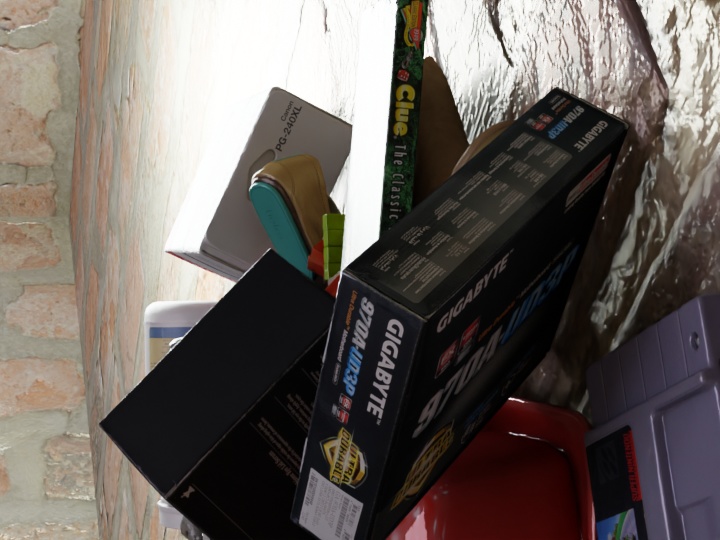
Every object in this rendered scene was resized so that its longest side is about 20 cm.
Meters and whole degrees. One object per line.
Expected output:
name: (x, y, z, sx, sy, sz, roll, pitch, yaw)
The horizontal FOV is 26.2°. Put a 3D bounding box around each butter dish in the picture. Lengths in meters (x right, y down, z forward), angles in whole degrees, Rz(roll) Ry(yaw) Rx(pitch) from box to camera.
butter dish: (0.039, 0.171, 0.830, 0.199, 0.146, 0.203, 178, 91, -75)

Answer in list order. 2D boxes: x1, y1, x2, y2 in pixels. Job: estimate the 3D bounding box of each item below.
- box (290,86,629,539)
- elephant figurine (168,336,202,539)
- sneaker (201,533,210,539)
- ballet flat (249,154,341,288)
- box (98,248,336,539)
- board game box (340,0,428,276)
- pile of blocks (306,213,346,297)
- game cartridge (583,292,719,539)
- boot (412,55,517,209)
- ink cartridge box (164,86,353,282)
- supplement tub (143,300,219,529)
box: (0.048, 0.023, 0.742, 0.046, 0.200, 0.160, 29, 132, 19)
elephant figurine: (-0.080, 0.118, 1.236, 0.200, 0.140, 0.157, -136, 51, -70)
sneaker: (-0.072, 0.247, 1.127, 0.090, 0.069, 0.201, 54, 145, 39)
ballet flat: (-0.024, 0.004, 1.189, 0.068, 0.063, 0.202, 5, 120, 45)
box: (-0.039, 0.105, 0.906, 0.079, 0.141, 0.200, 35, 167, 38)
board game box: (0.012, -0.060, 0.928, 0.105, 0.023, 0.203, -161, 75, -75)
pile of blocks: (0.000, 0.000, 1.049, 0.200, 0.061, 0.083, -129, 40, -64)
game cartridge: (0.142, 0.124, 0.670, 0.130, 0.038, 0.202, 137, 131, -64)
boot: (0.053, -0.065, 0.919, 0.201, 0.065, 0.176, -103, 26, -48)
ink cartridge box: (-0.088, -0.065, 1.295, 0.146, 0.083, 0.200, -66, 15, -5)
supplement tub: (-0.125, 0.128, 1.410, 0.145, 0.143, 0.203, 177, 92, -74)
